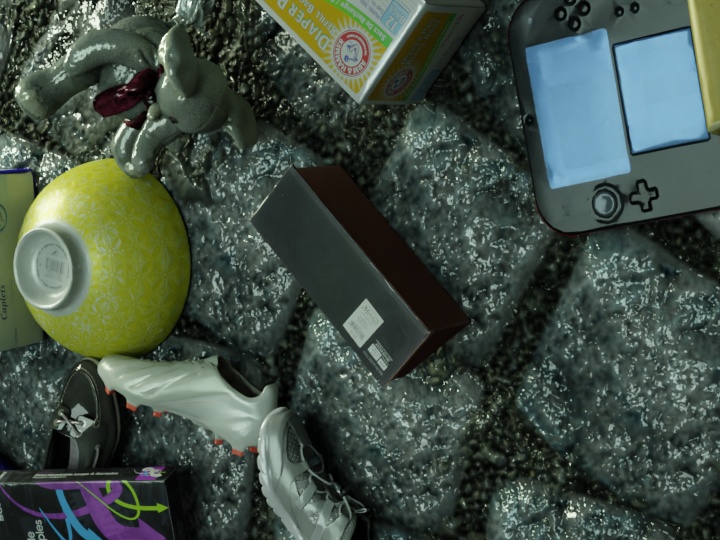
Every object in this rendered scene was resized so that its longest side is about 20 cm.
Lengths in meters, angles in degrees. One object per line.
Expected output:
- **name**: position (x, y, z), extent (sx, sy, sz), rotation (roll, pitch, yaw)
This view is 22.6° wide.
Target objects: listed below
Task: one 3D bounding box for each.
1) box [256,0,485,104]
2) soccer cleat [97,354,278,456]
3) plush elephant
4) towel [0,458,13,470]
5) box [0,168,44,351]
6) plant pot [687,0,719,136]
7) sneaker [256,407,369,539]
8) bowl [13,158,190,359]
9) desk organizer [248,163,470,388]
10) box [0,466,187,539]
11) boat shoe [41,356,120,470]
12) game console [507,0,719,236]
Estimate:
- **box**: position (-0.008, -0.247, 1.551), extent (0.200, 0.101, 0.113), rotation (46, 117, 22)
- **soccer cleat**: position (-0.162, 0.110, 1.722), extent (0.198, 0.069, 0.078), rotation (21, 102, 24)
- **plush elephant**: position (-0.182, -0.156, 1.644), extent (0.200, 0.165, 0.155), rotation (-45, 42, 5)
- **towel**: position (-0.438, 0.238, 1.937), extent (0.199, 0.049, 0.149), rotation (38, 107, 26)
- **box**: position (-0.436, -0.008, 1.870), extent (0.198, 0.105, 0.186), rotation (0, 95, 35)
- **plant pot**: position (0.342, -0.214, 1.270), extent (0.193, 0.195, 0.202), rotation (-22, 74, 34)
- **sneaker**: position (-0.028, 0.215, 1.642), extent (0.081, 0.075, 0.202), rotation (-21, 95, 28)
- **bowl**: position (-0.273, -0.006, 1.757), extent (0.198, 0.107, 0.203), rotation (4, 98, 33)
- **desk organizer**: position (0.000, 0.000, 1.587), extent (0.200, 0.077, 0.072), rotation (51, 119, 19)
- **box**: position (-0.266, 0.268, 1.777), extent (0.198, 0.036, 0.145), rotation (-3, 107, 19)
- **boat shoe**: position (-0.285, 0.186, 1.796), extent (0.066, 0.057, 0.202), rotation (22, 118, 25)
- **game console**: position (0.211, -0.137, 1.457), extent (0.175, 0.031, 0.202), rotation (-10, 90, 35)
